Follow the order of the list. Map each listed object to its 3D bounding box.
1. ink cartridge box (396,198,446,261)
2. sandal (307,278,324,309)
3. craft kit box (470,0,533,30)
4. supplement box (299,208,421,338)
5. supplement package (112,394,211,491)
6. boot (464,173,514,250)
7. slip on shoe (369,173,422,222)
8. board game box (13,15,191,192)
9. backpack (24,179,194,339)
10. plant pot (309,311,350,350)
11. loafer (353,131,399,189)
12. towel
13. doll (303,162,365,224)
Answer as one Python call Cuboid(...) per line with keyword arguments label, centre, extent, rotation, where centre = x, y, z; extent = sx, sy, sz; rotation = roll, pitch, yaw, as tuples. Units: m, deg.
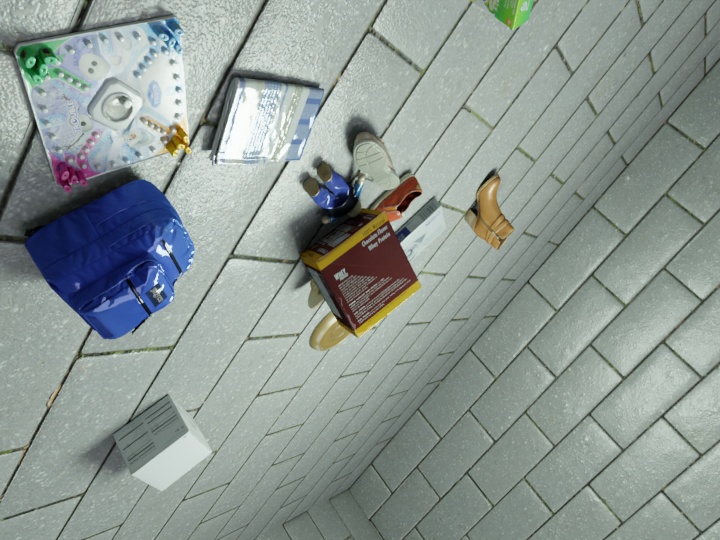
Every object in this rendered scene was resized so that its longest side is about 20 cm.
Cuboid(label="ink cartridge box", centre=(0.166, -0.088, 1.608), extent=(0.199, 0.041, 0.201), rotation=(-43, 155, -4))
Cuboid(label="sandal", centre=(-0.083, -0.013, 1.345), extent=(0.069, 0.077, 0.213), rotation=(38, 91, -38))
Cuboid(label="craft kit box", centre=(0.193, -0.507, 0.831), extent=(0.048, 0.199, 0.202), rotation=(-31, 153, -16))
Cuboid(label="supplement box", centre=(0.000, 0.000, 1.271), extent=(0.195, 0.132, 0.204), rotation=(-35, 110, -14))
Cuboid(label="supplement package", centre=(-0.476, 0.424, 1.345), extent=(0.154, 0.111, 0.202), rotation=(-35, 153, -17))
Cuboid(label="boot", centre=(0.418, -0.178, 1.712), extent=(0.075, 0.156, 0.203), rotation=(-13, 142, -44))
Cuboid(label="slip on shoe", centre=(0.074, -0.148, 1.358), extent=(0.200, 0.061, 0.074), rotation=(-45, 156, 5))
Cuboid(label="board game box", centre=(-0.316, -0.212, 0.721), extent=(0.197, 0.026, 0.203), rotation=(-28, 151, -31))
Cuboid(label="backpack", centre=(-0.344, -0.014, 0.819), extent=(0.198, 0.168, 0.164), rotation=(-38, 161, -19))
Cuboid(label="plant pot", centre=(-0.069, 0.176, 1.675), extent=(0.197, 0.028, 0.203), rotation=(-34, 152, -20))
Cuboid(label="loafer", centre=(0.031, -0.241, 1.171), extent=(0.070, 0.065, 0.200), rotation=(-13, 157, 17))
Cuboid(label="towel", centre=(-0.153, -0.244, 0.919), extent=(0.197, 0.024, 0.149), rotation=(-16, 140, -49))
Cuboid(label="doll", centre=(-0.043, -0.159, 1.181), extent=(0.137, 0.049, 0.199), rotation=(-46, 154, 6))
